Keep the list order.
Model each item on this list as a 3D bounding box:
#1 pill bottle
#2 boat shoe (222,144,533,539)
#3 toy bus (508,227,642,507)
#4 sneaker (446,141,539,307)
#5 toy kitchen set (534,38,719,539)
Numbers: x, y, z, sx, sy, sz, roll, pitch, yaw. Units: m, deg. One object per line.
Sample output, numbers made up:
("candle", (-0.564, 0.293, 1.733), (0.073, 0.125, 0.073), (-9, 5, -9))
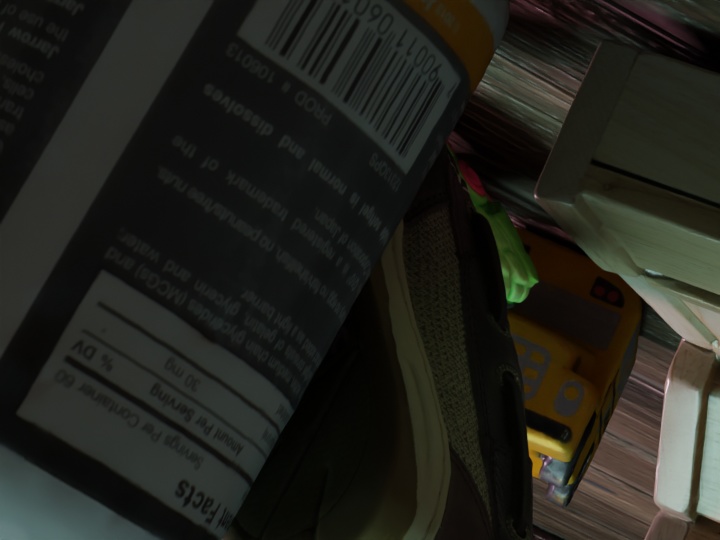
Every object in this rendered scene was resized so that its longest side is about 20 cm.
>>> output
("pill bottle", (-0.063, 0.000, 0.521), (0.116, 0.200, 0.116), (29, 172, 5))
("boat shoe", (0.001, 0.013, 0.604), (0.066, 0.072, 0.201), (42, -156, -31))
("toy bus", (0.064, 0.037, 0.942), (0.065, 0.078, 0.200), (25, 174, 9))
("sneaker", (0.000, 0.000, 0.798), (0.077, 0.084, 0.200), (52, 173, 2))
("toy kitchen set", (0.122, 0.078, 0.587), (0.163, 0.181, 0.200), (21, 172, 27))
